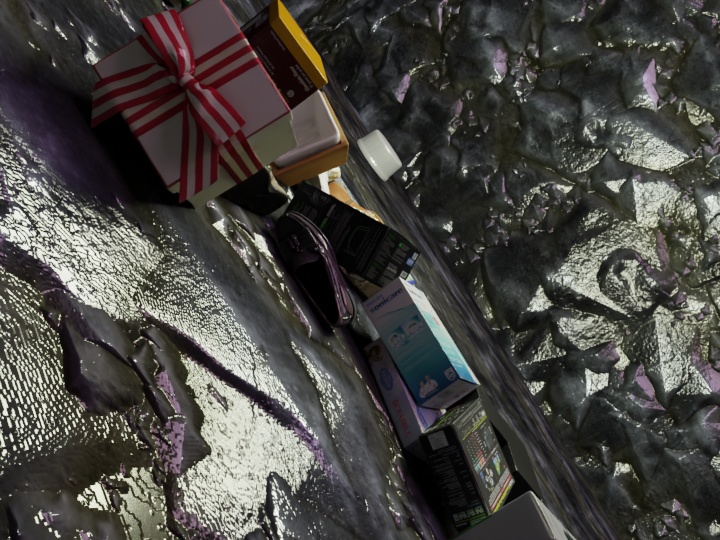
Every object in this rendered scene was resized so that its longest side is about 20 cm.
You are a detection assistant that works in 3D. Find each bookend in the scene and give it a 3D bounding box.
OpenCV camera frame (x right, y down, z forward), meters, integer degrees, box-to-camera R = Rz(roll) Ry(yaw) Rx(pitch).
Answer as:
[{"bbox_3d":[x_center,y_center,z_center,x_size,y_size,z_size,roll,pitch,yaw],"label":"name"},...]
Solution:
[{"bbox_3d":[0.243,0.349,1.417,0.199,0.092,0.200,50,14,-19],"label":"bookend"}]

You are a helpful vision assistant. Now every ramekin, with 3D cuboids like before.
[{"bbox_3d":[0.080,-0.466,3.001,0.201,0.097,0.201,53,11,-16],"label":"ramekin"}]

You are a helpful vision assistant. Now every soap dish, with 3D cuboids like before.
[{"bbox_3d":[-0.117,-0.265,1.502,0.082,0.156,0.201,68,0,-47],"label":"soap dish"}]

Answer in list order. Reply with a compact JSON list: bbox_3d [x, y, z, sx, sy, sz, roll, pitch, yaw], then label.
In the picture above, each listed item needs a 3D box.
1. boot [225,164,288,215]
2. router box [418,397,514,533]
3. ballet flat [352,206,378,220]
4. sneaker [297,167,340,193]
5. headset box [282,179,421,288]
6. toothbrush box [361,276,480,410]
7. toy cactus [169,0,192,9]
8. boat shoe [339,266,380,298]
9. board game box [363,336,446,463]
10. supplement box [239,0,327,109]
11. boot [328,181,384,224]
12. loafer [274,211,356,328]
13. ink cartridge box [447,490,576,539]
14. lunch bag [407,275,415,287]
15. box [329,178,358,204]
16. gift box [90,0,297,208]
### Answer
[{"bbox_3d":[-0.187,-0.178,1.142,0.151,0.073,0.200,61,8,18],"label":"boot"},{"bbox_3d":[0.168,0.294,1.154,0.151,0.062,0.200,67,20,7],"label":"router box"},{"bbox_3d":[-0.034,-0.106,1.531,0.199,0.075,0.064,13,44,-54],"label":"ballet flat"},{"bbox_3d":[-0.079,-0.206,1.579,0.115,0.074,0.201,8,41,-37],"label":"sneaker"},{"bbox_3d":[-0.022,-0.055,1.278,0.199,0.093,0.174,30,0,26],"label":"headset box"},{"bbox_3d":[0.103,0.126,1.265,0.201,0.085,0.146,58,11,23],"label":"toothbrush box"},{"bbox_3d":[-0.359,-0.540,1.456,0.200,0.102,0.165,51,-7,-12],"label":"toy cactus"},{"bbox_3d":[0.000,0.000,1.450,0.200,0.074,0.069,49,16,-1],"label":"boat shoe"},{"bbox_3d":[0.098,0.234,1.256,0.199,0.041,0.201,44,16,-46],"label":"board game box"},{"bbox_3d":[-0.181,-0.345,1.309,0.133,0.199,0.198,50,13,-26],"label":"supplement box"},{"bbox_3d":[-0.021,-0.104,1.645,0.200,0.074,0.155,44,17,-8],"label":"boot"},{"bbox_3d":[-0.071,-0.002,1.152,0.201,0.072,0.063,59,16,1],"label":"loafer"},{"bbox_3d":[0.236,0.419,1.055,0.200,0.146,0.083,49,12,-35],"label":"ink cartridge box"},{"bbox_3d":[0.051,0.014,1.587,0.162,0.082,0.200,60,13,7],"label":"lunch bag"},{"bbox_3d":[-0.056,-0.187,1.797,0.201,0.040,0.137,56,10,2],"label":"box"},{"bbox_3d":[-0.191,-0.179,0.874,0.185,0.199,0.187,53,-4,4],"label":"gift box"}]
